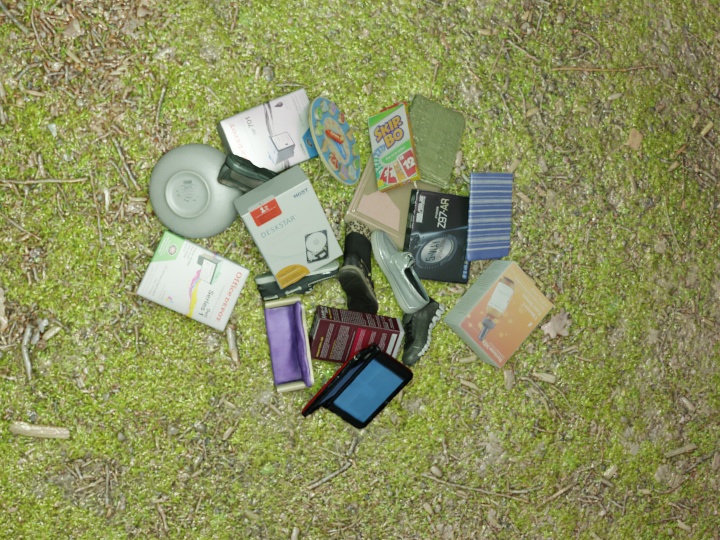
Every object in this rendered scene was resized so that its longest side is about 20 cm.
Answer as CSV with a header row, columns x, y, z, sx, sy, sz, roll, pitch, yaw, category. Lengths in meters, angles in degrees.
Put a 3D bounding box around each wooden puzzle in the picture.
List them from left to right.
x,y,z,sx,sy,sz,roll,pitch,yaw,category
0.076,-0.167,1.719,0.183,0.037,0.202,25,91,-15,wooden puzzle

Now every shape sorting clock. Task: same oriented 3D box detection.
x,y,z,sx,sy,sz,roll,pitch,yaw,category
-0.051,-0.280,1.609,0.039,0.200,0.203,-15,99,28,shape sorting clock

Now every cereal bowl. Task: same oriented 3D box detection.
x,y,z,sx,sy,sz,roll,pitch,yaw,category
-0.347,-0.160,1.545,0.197,0.083,0.203,1,102,5,cereal bowl

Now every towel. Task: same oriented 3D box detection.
x,y,z,sx,sy,sz,roll,pitch,yaw,category
0.158,-0.295,1.707,0.147,0.036,0.203,21,71,-16,towel
0.296,-0.124,1.725,0.143,0.024,0.203,-6,102,-38,towel

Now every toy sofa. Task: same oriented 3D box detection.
x,y,z,sx,sy,sz,roll,pitch,yaw,category
-0.159,0.161,1.635,0.082,0.097,0.203,-9,95,-14,toy sofa

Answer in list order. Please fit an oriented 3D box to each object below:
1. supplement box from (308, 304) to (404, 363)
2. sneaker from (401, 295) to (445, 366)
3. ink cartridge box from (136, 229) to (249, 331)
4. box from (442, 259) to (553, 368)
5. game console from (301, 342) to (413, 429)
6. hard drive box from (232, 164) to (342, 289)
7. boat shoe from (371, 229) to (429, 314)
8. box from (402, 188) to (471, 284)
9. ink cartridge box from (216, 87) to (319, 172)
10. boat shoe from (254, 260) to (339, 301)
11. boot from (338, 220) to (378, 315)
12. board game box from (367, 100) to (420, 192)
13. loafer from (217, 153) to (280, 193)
x,y,z,sx,sy,sz,roll,pitch,yaw,category
-0.013,0.151,1.674,0.197,0.061,0.110,10,118,-16,supplement box
0.123,0.126,1.692,0.090,0.066,0.201,43,48,-14,sneaker
-0.352,0.022,1.582,0.198,0.084,0.146,26,86,-15,ink cartridge box
0.323,0.100,1.759,0.152,0.106,0.200,44,81,-13,box
-0.005,0.270,1.639,0.119,0.172,0.200,45,109,11,game console
-0.146,-0.087,1.531,0.155,0.077,0.201,-30,128,-5,hard drive box
0.093,-0.006,1.650,0.071,0.070,0.203,-27,87,29,boat shoe
0.182,-0.077,1.716,0.158,0.043,0.203,7,95,-16,box
-0.191,-0.285,1.612,0.198,0.086,0.148,-25,101,-14,ink cartridge box
-0.132,0.023,1.623,0.197,0.076,0.061,-9,107,23,boat shoe
0.000,0.000,1.668,0.072,0.201,0.152,-5,56,15,boot
0.071,-0.279,1.651,0.094,0.030,0.203,-18,64,22,board game box
-0.205,-0.176,1.543,0.199,0.072,0.063,24,115,-37,loafer
